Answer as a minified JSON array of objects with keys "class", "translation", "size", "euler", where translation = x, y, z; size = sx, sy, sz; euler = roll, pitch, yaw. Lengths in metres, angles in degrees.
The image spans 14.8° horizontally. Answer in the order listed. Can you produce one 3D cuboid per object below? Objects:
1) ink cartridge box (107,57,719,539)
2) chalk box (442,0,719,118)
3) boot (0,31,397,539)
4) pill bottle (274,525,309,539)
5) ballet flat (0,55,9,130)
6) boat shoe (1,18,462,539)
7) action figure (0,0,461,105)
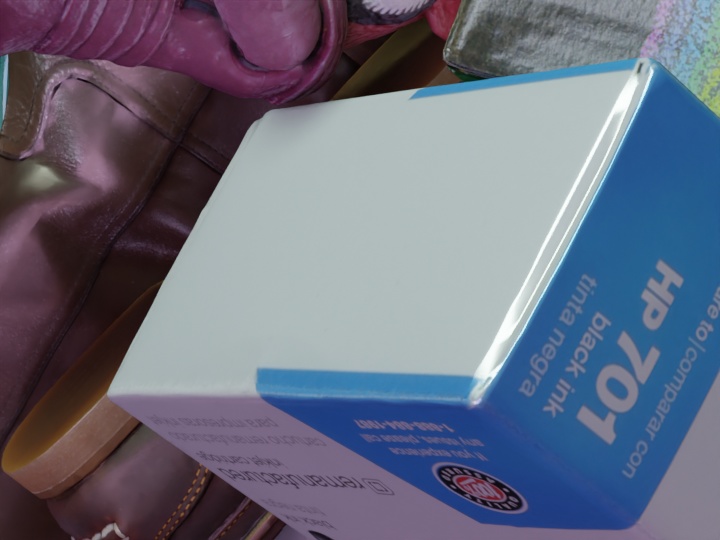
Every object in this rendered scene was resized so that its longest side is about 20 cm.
[{"class":"ink cartridge box","translation":[0.068,0.047,0.616],"size":[0.200,0.086,0.146],"euler":[39,158,-26]},{"class":"chalk box","translation":[0.144,-0.062,0.586],"size":[0.200,0.124,0.124],"euler":[19,90,31]},{"class":"boot","translation":[-0.106,-0.026,0.735],"size":[0.186,0.064,0.200],"euler":[30,93,-9]},{"class":"pill bottle","translation":[-0.025,0.117,0.791],"size":[0.112,0.112,0.200],"euler":[42,114,11]},{"class":"ballet flat","translation":[-0.094,0.003,0.811],"size":[0.068,0.072,0.200],"euler":[5,93,-7]},{"class":"boat shoe","translation":[0.000,0.000,0.706],"size":[0.070,0.070,0.200],"euler":[43,94,-14]},{"class":"action figure","translation":[-0.062,-0.069,0.635],"size":[0.200,0.134,0.149],"euler":[13,98,-15]}]
